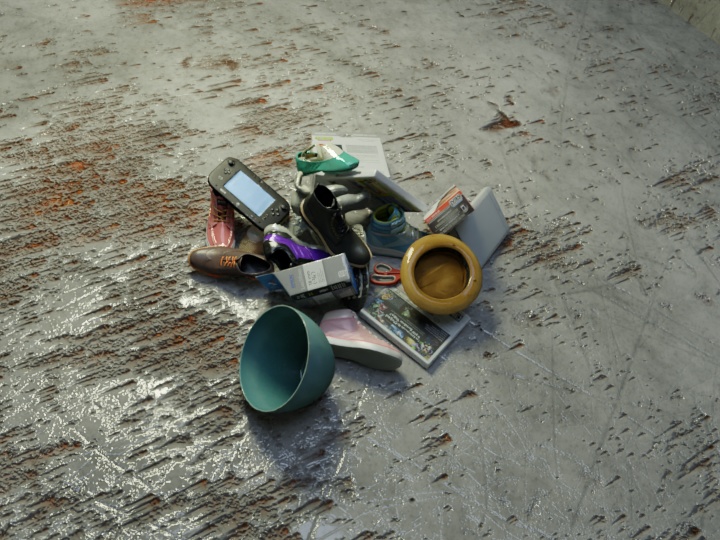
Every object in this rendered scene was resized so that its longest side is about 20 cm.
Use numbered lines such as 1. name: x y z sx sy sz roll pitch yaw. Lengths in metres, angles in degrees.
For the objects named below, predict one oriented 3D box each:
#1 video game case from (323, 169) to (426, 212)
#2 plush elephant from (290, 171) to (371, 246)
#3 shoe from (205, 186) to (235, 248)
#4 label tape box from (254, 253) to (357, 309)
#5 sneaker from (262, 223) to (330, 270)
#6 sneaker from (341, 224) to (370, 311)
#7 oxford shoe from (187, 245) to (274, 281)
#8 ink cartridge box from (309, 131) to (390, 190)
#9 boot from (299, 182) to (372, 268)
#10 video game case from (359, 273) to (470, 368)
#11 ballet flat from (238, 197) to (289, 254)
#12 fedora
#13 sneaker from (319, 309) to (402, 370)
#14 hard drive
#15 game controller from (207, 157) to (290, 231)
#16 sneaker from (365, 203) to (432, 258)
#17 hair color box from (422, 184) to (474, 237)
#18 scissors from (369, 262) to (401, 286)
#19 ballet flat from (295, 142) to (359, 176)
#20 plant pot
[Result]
1. video game case: 0.035 -0.188 1.729 0.179 0.198 0.023 6 73 46
2. plush elephant: -0.100 -0.145 1.711 0.196 0.168 0.155 -3 33 -32
3. shoe: -0.329 -0.127 1.691 0.069 0.092 0.203 1 49 -11
4. label tape box: -0.112 0.033 1.549 0.195 0.144 0.065 -15 75 3
5. sneaker: -0.137 -0.016 1.621 0.197 0.070 0.101 26 42 -23
6. sneaker: 0.000 0.000 1.665 0.075 0.088 0.206 -7 69 23
7. oxford shoe: -0.288 -0.022 1.606 0.194 0.073 0.073 6 80 -7
8. ink cartridge box: -0.035 -0.278 1.894 0.194 0.085 0.179 1 49 -12
9. boot: -0.045 -0.093 1.549 0.199 0.138 0.078 39 70 -4
10. video game case: 0.125 0.105 1.635 0.198 0.024 0.181 37 51 18
11. ballet flat: -0.231 -0.108 1.714 0.069 0.066 0.202 22 48 8
12. fedora: 0.177 0.018 1.638 0.195 0.082 0.206 4 67 -10
13. sneaker: 0.001 0.140 1.539 0.195 0.076 0.106 13 52 5
14. hard drive: 0.300 -0.102 1.800 0.200 0.026 0.134 -46 113 -39
15. game controller: -0.259 -0.175 1.673 0.199 0.042 0.105 39 49 3
16. sneaker: 0.109 -0.097 1.736 0.194 0.132 0.081 2 46 -11
17. hair color box: 0.210 -0.144 1.743 0.064 0.110 0.200 49 9 -7
18. scissors: 0.118 0.015 1.684 0.194 0.014 0.074 5 39 3
19. ballet flat: -0.087 -0.265 1.698 0.197 0.072 0.067 2 30 45
20. plant pot: -0.126 0.185 1.417 0.133 0.200 0.203 23 33 -45
